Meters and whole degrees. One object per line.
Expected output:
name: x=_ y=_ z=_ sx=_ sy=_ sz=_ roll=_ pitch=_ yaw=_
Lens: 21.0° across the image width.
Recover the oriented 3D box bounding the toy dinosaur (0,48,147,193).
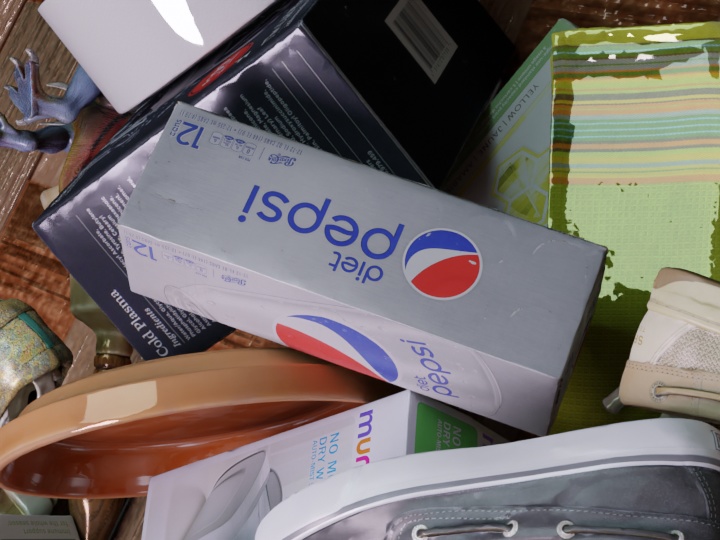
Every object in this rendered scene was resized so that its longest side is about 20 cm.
toy dinosaur: x=-0.134 y=-0.085 z=1.120 sx=0.105 sy=0.181 sz=0.201 roll=-50 pitch=55 yaw=37

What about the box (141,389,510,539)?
box: x=-0.015 y=0.180 z=0.872 sx=0.176 sy=0.097 sz=0.201 roll=-21 pitch=52 yaw=39

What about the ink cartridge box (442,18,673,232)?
ink cartridge box: x=0.107 y=-0.012 z=0.903 sx=0.146 sy=0.048 sz=0.200 roll=-50 pitch=38 yaw=10

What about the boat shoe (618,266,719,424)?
boat shoe: x=0.193 y=0.060 z=0.731 sx=0.199 sy=0.071 sz=0.065 roll=22 pitch=90 yaw=32

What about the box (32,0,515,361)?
box: x=-0.038 y=-0.069 z=0.977 sx=0.182 sy=0.104 sz=0.200 roll=-34 pitch=13 yaw=27

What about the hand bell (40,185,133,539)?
hand bell: x=-0.143 y=0.060 z=1.102 sx=0.104 sy=0.104 sz=0.201 roll=-6 pitch=73 yaw=44

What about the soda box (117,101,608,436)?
soda box: x=0.000 y=0.000 z=0.831 sx=0.199 sy=0.064 sz=0.069 roll=19 pitch=64 yaw=9

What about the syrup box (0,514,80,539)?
syrup box: x=-0.245 y=0.205 z=1.088 sx=0.200 sy=0.079 sz=0.082 roll=-30 pitch=67 yaw=31

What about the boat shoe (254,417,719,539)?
boat shoe: x=0.049 y=0.111 z=0.744 sx=0.199 sy=0.070 sz=0.067 roll=-12 pitch=53 yaw=18

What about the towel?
towel: x=0.121 y=-0.013 z=0.862 sx=0.086 sy=0.018 sz=0.201 roll=-3 pitch=77 yaw=28

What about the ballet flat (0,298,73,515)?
ballet flat: x=-0.197 y=0.106 z=1.089 sx=0.071 sy=0.070 sz=0.201 roll=-115 pitch=31 yaw=-45

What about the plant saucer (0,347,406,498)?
plant saucer: x=-0.076 y=0.072 z=0.919 sx=0.200 sy=0.200 sz=0.033 roll=-20 pitch=71 yaw=37

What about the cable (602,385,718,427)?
cable: x=0.190 y=0.002 z=0.800 sx=0.097 sy=0.050 sz=0.200 roll=33 pitch=89 yaw=34

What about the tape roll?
tape roll: x=-0.067 y=-0.167 z=0.994 sx=0.202 sy=0.071 sz=0.203 roll=-37 pitch=10 yaw=8
